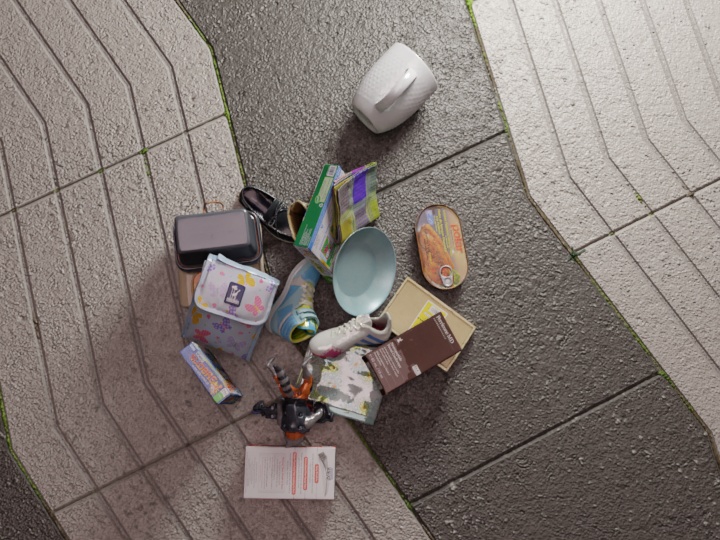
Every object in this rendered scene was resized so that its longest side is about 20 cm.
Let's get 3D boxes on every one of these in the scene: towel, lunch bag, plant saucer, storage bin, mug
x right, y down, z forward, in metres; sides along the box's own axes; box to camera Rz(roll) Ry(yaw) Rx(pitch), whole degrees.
[{"bbox_3d":[-0.009,-0.151,1.693,0.023,0.200,0.146,10,116,27],"label":"towel"},{"bbox_3d":[-0.040,0.239,1.713,0.198,0.048,0.173,17,81,1],"label":"towel"},{"bbox_3d":[-0.281,0.074,1.642,0.168,0.128,0.201,22,121,-10],"label":"lunch bag"},{"bbox_3d":[0.000,0.000,1.715,0.038,0.200,0.203,14,76,44],"label":"plant saucer"},{"bbox_3d":[-0.318,-0.084,1.665,0.197,0.134,0.148,-7,82,-7],"label":"storage bin"},{"bbox_3d":[0.074,-0.412,1.753,0.175,0.200,0.148,-46,101,-2],"label":"mug"}]

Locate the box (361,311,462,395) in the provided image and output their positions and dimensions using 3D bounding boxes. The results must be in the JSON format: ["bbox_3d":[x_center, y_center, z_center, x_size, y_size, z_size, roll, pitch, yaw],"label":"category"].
[{"bbox_3d":[0.113,0.184,1.679,0.198,0.075,0.101,-29,83,-13],"label":"box"}]

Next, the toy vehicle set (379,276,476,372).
[{"bbox_3d":[0.152,0.124,1.748,0.199,0.027,0.125,36,81,5],"label":"toy vehicle set"}]

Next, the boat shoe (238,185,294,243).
[{"bbox_3d":[-0.201,-0.130,1.765,0.199,0.062,0.075,37,79,3],"label":"boat shoe"}]

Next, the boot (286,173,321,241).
[{"bbox_3d":[-0.101,-0.147,1.720,0.072,0.155,0.203,2,81,27],"label":"boot"}]

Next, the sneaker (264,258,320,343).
[{"bbox_3d":[-0.119,0.073,1.696,0.130,0.079,0.202,28,88,45],"label":"sneaker"}]

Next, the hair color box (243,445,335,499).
[{"bbox_3d":[-0.153,0.442,1.667,0.197,0.064,0.113,1,80,0],"label":"hair color box"}]

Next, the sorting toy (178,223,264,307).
[{"bbox_3d":[-0.320,-0.016,1.737,0.197,0.036,0.188,-5,82,-1],"label":"sorting toy"}]

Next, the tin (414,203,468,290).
[{"bbox_3d":[0.189,-0.054,1.775,0.110,0.042,0.203,-9,81,1],"label":"tin"}]

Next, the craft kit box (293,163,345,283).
[{"bbox_3d":[-0.058,-0.098,1.685,0.048,0.198,0.202,10,69,29],"label":"craft kit box"}]

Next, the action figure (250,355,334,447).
[{"bbox_3d":[-0.167,0.288,1.643,0.197,0.104,0.196,-7,95,19],"label":"action figure"}]

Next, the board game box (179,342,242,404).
[{"bbox_3d":[-0.316,0.224,1.631,0.034,0.200,0.136,-37,83,-7],"label":"board game box"}]

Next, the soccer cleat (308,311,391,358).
[{"bbox_3d":[-0.020,0.133,1.673,0.198,0.087,0.070,-10,46,-27],"label":"soccer cleat"}]
